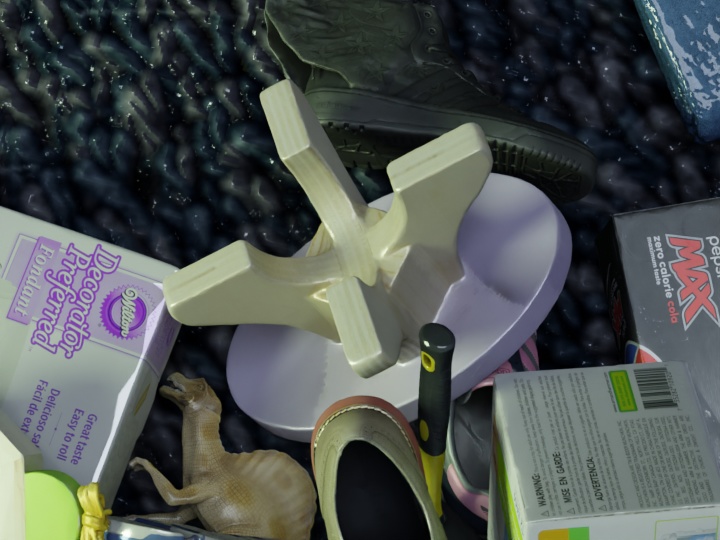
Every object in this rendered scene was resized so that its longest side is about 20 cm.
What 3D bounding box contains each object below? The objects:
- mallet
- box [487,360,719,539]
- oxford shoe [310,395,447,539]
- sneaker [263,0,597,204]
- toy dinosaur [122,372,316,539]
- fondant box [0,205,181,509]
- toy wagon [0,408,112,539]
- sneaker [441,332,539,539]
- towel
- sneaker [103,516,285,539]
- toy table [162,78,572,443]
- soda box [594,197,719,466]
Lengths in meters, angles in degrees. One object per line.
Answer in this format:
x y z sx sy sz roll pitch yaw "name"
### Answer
0.029 0.087 1.522 0.041 0.200 0.066 -38 54 -26 "mallet"
0.121 0.159 1.514 0.101 0.200 0.113 -4 40 -5 "box"
0.021 0.163 1.464 0.070 0.075 0.200 -23 97 5 "oxford shoe"
0.037 -0.104 1.628 0.199 0.060 0.104 10 59 6 "sneaker"
-0.062 0.146 1.584 0.101 0.058 0.200 -35 84 -11 "toy dinosaur"
-0.207 0.038 1.577 0.200 0.058 0.145 19 78 8 "fondant box"
-0.213 0.126 1.501 0.199 0.040 0.156 -1 91 19 "toy wagon"
0.067 0.041 1.602 0.070 0.082 0.201 -8 80 -6 "sneaker"
0.256 -0.149 1.673 0.200 0.049 0.112 -20 81 -9 "towel"
-0.056 0.194 1.522 0.199 0.081 0.115 14 89 -31 "sneaker"
0.000 0.000 1.550 0.200 0.117 0.184 -37 52 6 "toy table"
0.181 0.066 1.617 0.071 0.063 0.201 -10 80 -7 "soda box"
